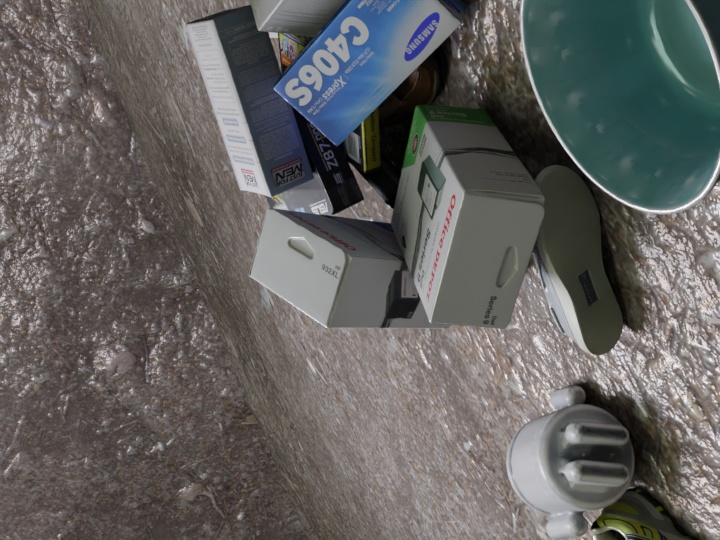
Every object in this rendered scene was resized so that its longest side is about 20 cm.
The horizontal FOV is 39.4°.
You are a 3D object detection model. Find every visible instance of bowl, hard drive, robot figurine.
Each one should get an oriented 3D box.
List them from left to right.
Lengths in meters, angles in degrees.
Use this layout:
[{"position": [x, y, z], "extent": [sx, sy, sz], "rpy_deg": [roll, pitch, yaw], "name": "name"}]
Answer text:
[{"position": [0.021, -0.129, 1.269], "extent": [0.200, 0.033, 0.139], "rpy_deg": [51, -171, 33], "name": "hard drive"}, {"position": [0.234, 0.215, 1.137], "extent": [0.200, 0.111, 0.172], "rpy_deg": [124, 155, -70], "name": "robot figurine"}, {"position": [0.210, -0.152, 0.683], "extent": [0.201, 0.104, 0.202], "rpy_deg": [53, 161, 27], "name": "bowl"}]

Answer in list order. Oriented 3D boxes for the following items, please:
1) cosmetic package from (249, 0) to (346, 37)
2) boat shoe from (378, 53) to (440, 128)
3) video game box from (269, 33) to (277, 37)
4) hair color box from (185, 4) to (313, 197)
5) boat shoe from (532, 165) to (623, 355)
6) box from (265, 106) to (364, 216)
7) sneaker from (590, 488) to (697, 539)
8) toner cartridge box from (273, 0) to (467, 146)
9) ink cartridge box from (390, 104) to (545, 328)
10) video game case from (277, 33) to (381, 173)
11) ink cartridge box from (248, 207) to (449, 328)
[{"position": [-0.041, -0.337, 1.014], "extent": [0.199, 0.089, 0.108], "rpy_deg": [-33, 67, 48], "name": "cosmetic package"}, {"position": [0.033, -0.204, 1.155], "extent": [0.076, 0.073, 0.200], "rpy_deg": [62, 163, 5], "name": "boat shoe"}, {"position": [-0.105, -0.398, 1.314], "extent": [0.200, 0.046, 0.184], "rpy_deg": [25, 142, 63], "name": "video game box"}, {"position": [-0.125, -0.190, 1.133], "extent": [0.099, 0.060, 0.202], "rpy_deg": [19, 129, 61], "name": "hair color box"}, {"position": [0.197, -0.010, 0.983], "extent": [0.071, 0.070, 0.203], "rpy_deg": [25, 140, 60], "name": "boat shoe"}, {"position": [-0.081, -0.139, 1.228], "extent": [0.163, 0.049, 0.200], "rpy_deg": [65, 157, -7], "name": "box"}, {"position": [0.331, 0.323, 1.080], "extent": [0.200, 0.076, 0.076], "rpy_deg": [39, 149, 50], "name": "sneaker"}, {"position": [0.007, -0.225, 1.022], "extent": [0.095, 0.043, 0.200], "rpy_deg": [39, 127, -14], "name": "toner cartridge box"}, {"position": [0.099, -0.058, 0.997], "extent": [0.201, 0.083, 0.148], "rpy_deg": [-108, 26, -58], "name": "ink cartridge box"}, {"position": [-0.040, -0.231, 1.160], "extent": [0.200, 0.025, 0.183], "rpy_deg": [40, 141, 48], "name": "video game case"}, {"position": [0.000, 0.000, 1.110], "extent": [0.144, 0.199, 0.085], "rpy_deg": [30, 108, 41], "name": "ink cartridge box"}]
